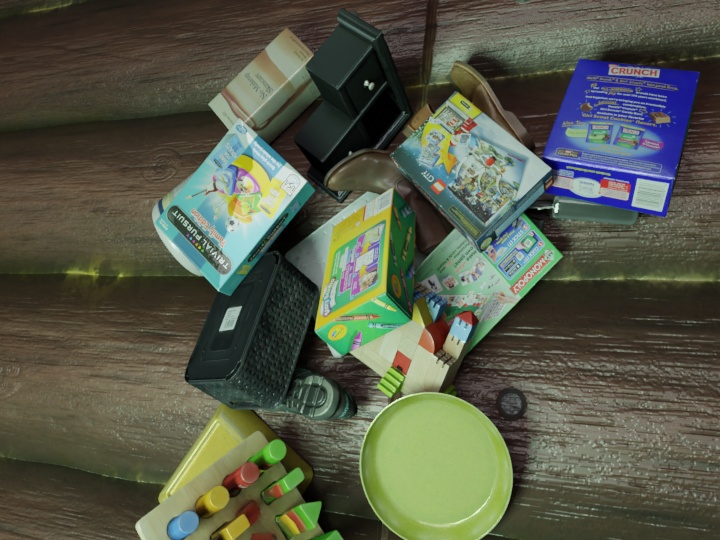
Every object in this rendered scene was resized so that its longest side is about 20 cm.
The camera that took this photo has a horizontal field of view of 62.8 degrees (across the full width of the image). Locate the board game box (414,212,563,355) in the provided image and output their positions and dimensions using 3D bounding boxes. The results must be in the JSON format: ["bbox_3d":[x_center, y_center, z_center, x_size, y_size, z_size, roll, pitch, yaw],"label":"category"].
[{"bbox_3d":[0.165,0.002,0.826,0.200,0.029,0.135,-44,87,2],"label":"board game box"}]

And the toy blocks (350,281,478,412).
[{"bbox_3d":[0.067,0.083,0.790,0.197,0.099,0.140,32,119,25],"label":"toy blocks"}]

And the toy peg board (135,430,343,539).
[{"bbox_3d":[-0.130,0.324,0.720,0.203,0.197,0.098,55,136,7],"label":"toy peg board"}]

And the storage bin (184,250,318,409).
[{"bbox_3d":[-0.158,0.088,0.867,0.132,0.094,0.205,-11,50,40],"label":"storage bin"}]

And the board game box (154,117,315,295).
[{"bbox_3d":[-0.184,-0.094,0.867,0.150,0.047,0.201,40,90,15],"label":"board game box"}]

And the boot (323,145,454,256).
[{"bbox_3d":[0.059,-0.090,0.887,0.181,0.065,0.205,-18,66,-16],"label":"boot"}]

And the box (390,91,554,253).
[{"bbox_3d":[0.149,-0.142,0.820,0.136,0.038,0.201,-42,58,3],"label":"box"}]

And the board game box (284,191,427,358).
[{"bbox_3d":[0.000,0.000,0.923,0.197,0.026,0.203,-35,63,5],"label":"board game box"}]

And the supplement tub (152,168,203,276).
[{"bbox_3d":[-0.227,-0.105,0.978,0.198,0.145,0.147,-36,63,4],"label":"supplement tub"}]

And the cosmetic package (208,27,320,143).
[{"bbox_3d":[-0.163,-0.318,1.065,0.200,0.087,0.104,-45,64,0],"label":"cosmetic package"}]

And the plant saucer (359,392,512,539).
[{"bbox_3d":[0.095,0.252,0.755,0.192,0.031,0.208,2,98,13],"label":"plant saucer"}]

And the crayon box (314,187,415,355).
[{"bbox_3d":[0.010,-0.003,0.781,0.117,0.058,0.204,-29,35,31],"label":"crayon box"}]

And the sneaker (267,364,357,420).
[{"bbox_3d":[-0.087,0.182,0.867,0.196,0.078,0.078,10,78,44],"label":"sneaker"}]

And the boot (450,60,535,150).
[{"bbox_3d":[0.186,-0.245,0.923,0.075,0.073,0.203,-36,65,15],"label":"boot"}]

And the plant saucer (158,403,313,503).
[{"bbox_3d":[-0.197,0.317,0.867,0.197,0.048,0.203,33,84,28],"label":"plant saucer"}]

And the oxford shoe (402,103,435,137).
[{"bbox_3d":[0.151,-0.185,0.893,0.200,0.071,0.072,44,107,23],"label":"oxford shoe"}]

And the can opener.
[{"bbox_3d":[0.289,-0.080,0.839,0.193,0.052,0.069,3,106,23],"label":"can opener"}]

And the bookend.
[{"bbox_3d":[-0.029,-0.250,0.928,0.091,0.200,0.200,37,85,27],"label":"bookend"}]

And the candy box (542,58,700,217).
[{"bbox_3d":[0.355,-0.188,0.808,0.164,0.078,0.204,16,62,25],"label":"candy box"}]
